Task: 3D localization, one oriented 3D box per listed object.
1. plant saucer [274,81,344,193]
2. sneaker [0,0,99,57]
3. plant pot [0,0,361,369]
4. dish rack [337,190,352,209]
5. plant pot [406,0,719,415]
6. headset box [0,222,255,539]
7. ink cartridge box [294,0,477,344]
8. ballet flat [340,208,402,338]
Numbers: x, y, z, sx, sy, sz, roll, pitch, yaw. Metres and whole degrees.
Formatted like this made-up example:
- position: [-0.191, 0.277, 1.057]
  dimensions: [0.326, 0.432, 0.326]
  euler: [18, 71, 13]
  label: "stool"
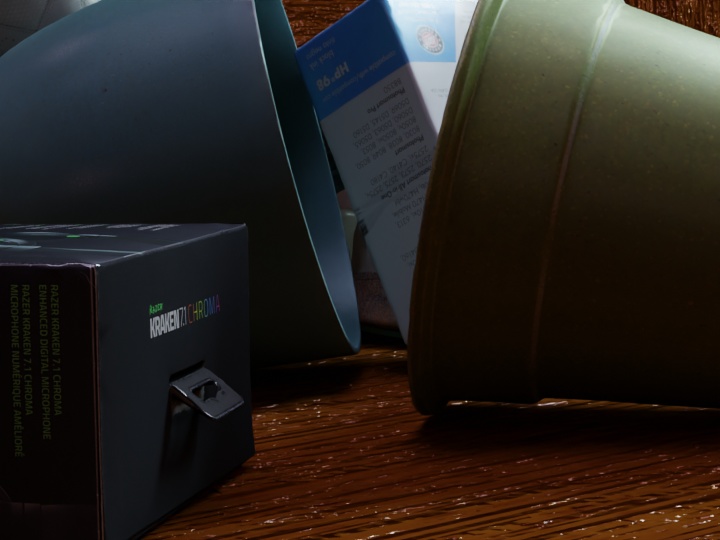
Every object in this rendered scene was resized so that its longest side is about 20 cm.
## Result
- position: [-0.019, -0.072, 1.169]
  dimensions: [0.200, 0.027, 0.200]
  euler: [-29, -9, -5]
  label: "plant saucer"
- position: [-0.225, -0.119, 1.060]
  dimensions: [0.200, 0.092, 0.076]
  euler: [-21, 11, -6]
  label: "sneaker"
- position: [-0.101, -0.038, 0.982]
  dimensions: [0.161, 0.201, 0.201]
  euler: [-15, 4, 5]
  label: "plant pot"
- position: [0.047, -0.054, 1.317]
  dimensions: [0.200, 0.172, 0.044]
  euler: [-2, 32, -8]
  label: "dish rack"
- position: [0.136, -0.017, 0.838]
  dimensions: [0.190, 0.201, 0.200]
  euler: [13, 8, 12]
  label: "plant pot"
- position: [-0.140, 0.033, 0.703]
  dimensions: [0.200, 0.093, 0.174]
  euler: [0, 5, 11]
  label: "headset box"
- position: [0.056, -0.033, 1.021]
  dimensions: [0.067, 0.200, 0.116]
  euler: [-30, -15, 36]
  label: "ink cartridge box"
- position: [0.000, 0.000, 1.160]
  dimensions: [0.068, 0.067, 0.200]
  euler: [-6, 7, -38]
  label: "ballet flat"
